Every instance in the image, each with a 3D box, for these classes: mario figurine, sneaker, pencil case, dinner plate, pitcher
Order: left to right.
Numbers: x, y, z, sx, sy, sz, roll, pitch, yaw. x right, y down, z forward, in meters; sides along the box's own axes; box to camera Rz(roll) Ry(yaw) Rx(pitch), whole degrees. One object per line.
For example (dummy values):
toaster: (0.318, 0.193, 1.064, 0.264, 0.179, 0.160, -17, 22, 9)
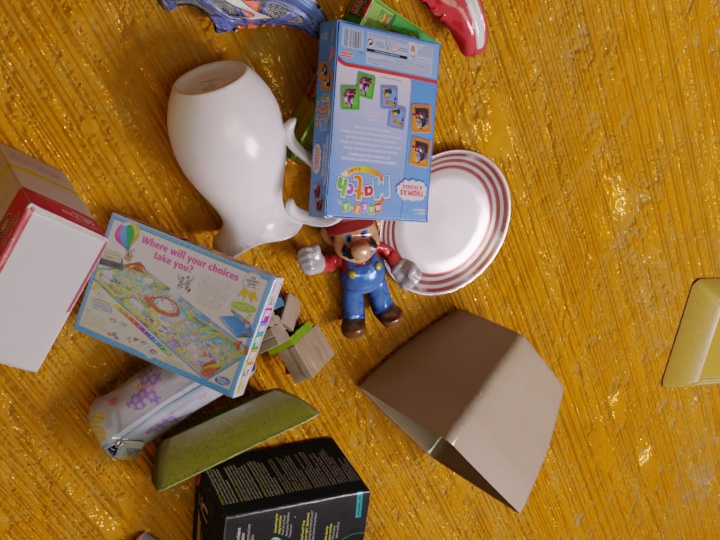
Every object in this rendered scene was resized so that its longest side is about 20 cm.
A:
pencil case: (-0.216, 0.135, 1.035, 0.199, 0.091, 0.083, -35, 98, 9)
sneaker: (-0.124, -0.281, 0.942, 0.198, 0.076, 0.079, 16, 113, -25)
pitcher: (-0.109, -0.122, 0.973, 0.170, 0.122, 0.202, -11, 125, 5)
mario figurine: (0.000, 0.000, 1.104, 0.123, 0.105, 0.202, -43, 135, -34)
sneaker: (0.062, -0.320, 1.026, 0.115, 0.078, 0.201, -28, 111, -4)
dinner plate: (0.110, -0.063, 1.188, 0.198, 0.024, 0.202, -11, 116, -24)

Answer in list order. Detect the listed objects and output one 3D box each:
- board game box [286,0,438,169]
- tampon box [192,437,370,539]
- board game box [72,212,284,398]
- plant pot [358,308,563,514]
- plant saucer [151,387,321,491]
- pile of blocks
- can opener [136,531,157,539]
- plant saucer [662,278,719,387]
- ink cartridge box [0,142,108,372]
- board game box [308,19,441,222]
board game box: (-0.004, -0.204, 1.047, 0.101, 0.048, 0.201, 23, 100, -34)
tampon box: (-0.108, 0.328, 1.186, 0.198, 0.126, 0.151, -3, 115, -27)
board game box: (-0.196, 0.036, 0.971, 0.198, 0.034, 0.136, 22, 94, 11)
plant pot: (0.155, 0.172, 1.228, 0.178, 0.199, 0.200, -52, 126, -12)
plant saucer: (-0.163, 0.193, 1.081, 0.198, 0.200, 0.048, -23, 88, -17)
pile of blocks: (-0.121, 0.063, 1.109, 0.062, 0.083, 0.200, -25, 124, 37)
can opener: (-0.245, 0.417, 1.210, 0.066, 0.054, 0.200, -24, 129, 22)
plant saucer: (0.623, 0.114, 1.532, 0.198, 0.048, 0.202, -1, 112, -29)
ink cartridge box: (-0.331, -0.020, 0.863, 0.083, 0.200, 0.146, 25, 99, -37)
board game box: (0.017, -0.156, 0.982, 0.150, 0.036, 0.203, 0, 95, -40)
